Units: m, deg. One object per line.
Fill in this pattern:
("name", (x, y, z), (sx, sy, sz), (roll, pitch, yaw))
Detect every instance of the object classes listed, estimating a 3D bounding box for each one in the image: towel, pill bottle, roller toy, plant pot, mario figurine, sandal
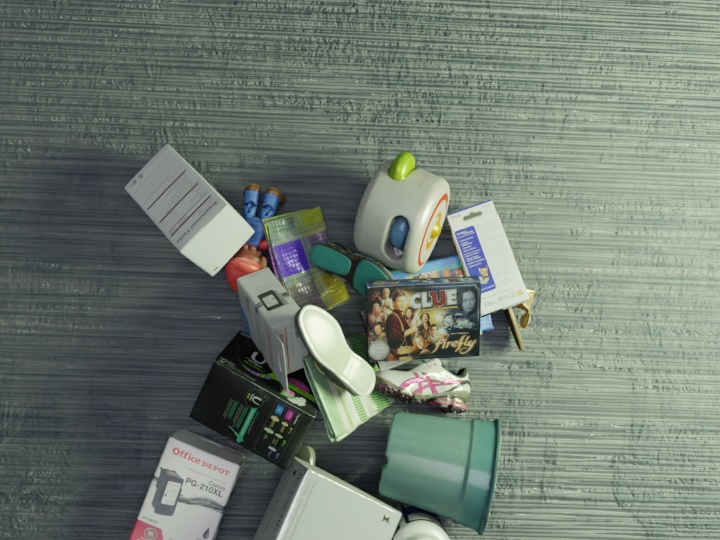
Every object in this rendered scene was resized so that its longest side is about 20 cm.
("towel", (-0.016, 0.203, 1.244), (0.023, 0.199, 0.155), (-22, 88, 38))
("pill bottle", (0.102, 0.490, 1.211), (0.113, 0.200, 0.119), (0, 87, -2))
("roller toy", (0.082, -0.094, 1.245), (0.138, 0.200, 0.185), (23, 78, 15))
("towel", (-0.100, -0.013, 1.286), (0.142, 0.023, 0.204), (-16, 88, -37))
("plant pot", (0.139, 0.349, 1.234), (0.192, 0.200, 0.205), (10, 86, 6))
("mario figurine", (-0.205, -0.054, 1.307), (0.122, 0.105, 0.204), (3, 74, 41))
("sandal", (0.298, 0.039, 1.306), (0.068, 0.078, 0.216), (-21, 83, 3))

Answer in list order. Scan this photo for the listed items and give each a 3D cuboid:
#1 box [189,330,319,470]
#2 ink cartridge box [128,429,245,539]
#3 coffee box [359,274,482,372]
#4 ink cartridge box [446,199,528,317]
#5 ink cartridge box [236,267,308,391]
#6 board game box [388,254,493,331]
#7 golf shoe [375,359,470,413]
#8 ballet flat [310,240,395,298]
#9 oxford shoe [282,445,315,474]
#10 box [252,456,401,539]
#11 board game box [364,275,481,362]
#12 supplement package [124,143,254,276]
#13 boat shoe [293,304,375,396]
("box", (-0.176, 0.229, 1.229), (0.197, 0.149, 0.126), (28, 108, -1))
("ink cartridge box", (-0.314, 0.416, 1.258), (0.142, 0.084, 0.204), (21, 86, -1))
("coffee box", (0.106, 0.095, 1.250), (0.196, 0.080, 0.115), (-19, 89, -2))
("ink cartridge box", (0.234, -0.023, 1.276), (0.093, 0.037, 0.204), (-18, 77, 2))
("ink cartridge box", (-0.146, 0.101, 1.203), (0.066, 0.200, 0.118), (-19, 131, -23))
("board game box", (0.141, 0.059, 1.315), (0.196, 0.045, 0.156), (-12, 88, -3))
("golf shoe", (0.115, 0.207, 1.287), (0.196, 0.072, 0.094), (16, 72, -20))
("ballet flat", (0.000, 0.000, 1.245), (0.198, 0.074, 0.075), (32, 86, 25))
("oxford shoe", (-0.113, 0.432, 1.282), (0.057, 0.074, 0.205), (19, 75, -43))
("box", (-0.067, 0.462, 1.186), (0.198, 0.130, 0.202), (30, 76, -16))
("board game box", (0.106, 0.083, 1.173), (0.195, 0.035, 0.139), (-3, 107, -3))
("supplement package", (-0.308, -0.109, 1.237), (0.117, 0.117, 0.200), (-45, 63, -4))
("boat shoe", (-0.052, 0.137, 1.152), (0.203, 0.060, 0.073), (52, 57, -27))
